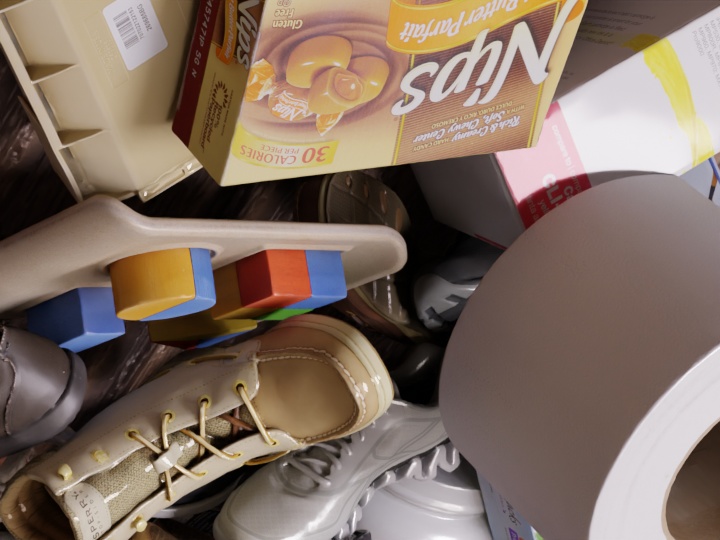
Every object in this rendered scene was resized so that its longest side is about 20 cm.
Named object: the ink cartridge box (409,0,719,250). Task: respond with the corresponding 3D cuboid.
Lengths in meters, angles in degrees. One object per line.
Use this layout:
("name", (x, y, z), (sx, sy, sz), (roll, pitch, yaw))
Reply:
("ink cartridge box", (0.138, -0.099, 1.086), (0.199, 0.145, 0.084), (-30, 110, -14))

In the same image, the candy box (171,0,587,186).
("candy box", (0.015, -0.111, 0.903), (0.199, 0.055, 0.116), (-10, 132, -36))

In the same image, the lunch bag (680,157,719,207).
("lunch bag", (0.203, -0.009, 1.226), (0.075, 0.161, 0.200), (-11, 139, 3))

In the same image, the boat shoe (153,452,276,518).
("boat shoe", (-0.075, 0.091, 1.138), (0.199, 0.074, 0.060), (-18, 143, -44))

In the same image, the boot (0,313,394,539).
("boot", (-0.090, 0.092, 0.975), (0.155, 0.199, 0.073), (-35, 106, -39))

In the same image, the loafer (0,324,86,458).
("loafer", (-0.244, 0.076, 0.981), (0.199, 0.073, 0.071), (-27, 130, 10))

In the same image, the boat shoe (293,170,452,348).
("boat shoe", (0.000, 0.000, 1.129), (0.200, 0.067, 0.072), (45, 50, -58))

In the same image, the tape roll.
("tape roll", (0.162, 0.068, 1.014), (0.202, 0.139, 0.203), (-21, 133, -24))

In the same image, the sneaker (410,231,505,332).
("sneaker", (0.084, -0.013, 1.163), (0.075, 0.080, 0.200), (-27, 172, 32))

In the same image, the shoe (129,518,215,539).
("shoe", (-0.106, 0.180, 1.062), (0.054, 0.070, 0.200), (-61, 180, -5))

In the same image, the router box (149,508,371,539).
("router box", (-0.061, 0.260, 1.211), (0.062, 0.149, 0.201), (-38, 127, -56))

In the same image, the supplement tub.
("supplement tub", (0.016, 0.183, 1.267), (0.144, 0.144, 0.201), (-2, 127, -40))

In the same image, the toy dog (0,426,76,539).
("toy dog", (-0.218, 0.159, 1.107), (0.131, 0.096, 0.201), (-21, 126, -13))

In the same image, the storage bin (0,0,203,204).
("storage bin", (-0.092, -0.158, 0.888), (0.198, 0.094, 0.200), (-32, 142, -12))

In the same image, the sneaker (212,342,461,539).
("sneaker", (-0.010, 0.108, 1.113), (0.200, 0.075, 0.081), (-32, 145, -38))

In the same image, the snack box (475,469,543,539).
("snack box", (0.136, 0.093, 1.165), (0.142, 0.053, 0.201), (-39, 138, -22))

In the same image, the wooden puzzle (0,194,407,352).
("wooden puzzle", (-0.102, 0.012, 0.998), (0.199, 0.047, 0.185), (7, 162, -42))
